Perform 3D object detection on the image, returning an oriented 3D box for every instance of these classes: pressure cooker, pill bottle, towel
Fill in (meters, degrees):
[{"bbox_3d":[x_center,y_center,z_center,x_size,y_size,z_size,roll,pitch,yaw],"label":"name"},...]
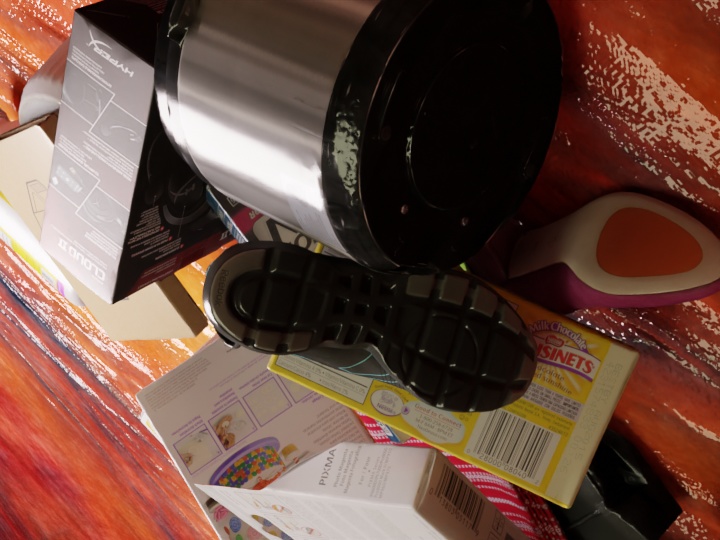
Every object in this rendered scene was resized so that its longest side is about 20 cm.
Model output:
[{"bbox_3d":[-0.014,-0.107,0.759,0.199,0.178,0.178,25,113,38],"label":"pressure cooker"},{"bbox_3d":[-0.290,-0.067,1.279,0.200,0.104,0.105,41,152,11],"label":"pill bottle"},{"bbox_3d":[0.074,0.157,1.023,0.144,0.022,0.201,-4,122,52],"label":"towel"}]

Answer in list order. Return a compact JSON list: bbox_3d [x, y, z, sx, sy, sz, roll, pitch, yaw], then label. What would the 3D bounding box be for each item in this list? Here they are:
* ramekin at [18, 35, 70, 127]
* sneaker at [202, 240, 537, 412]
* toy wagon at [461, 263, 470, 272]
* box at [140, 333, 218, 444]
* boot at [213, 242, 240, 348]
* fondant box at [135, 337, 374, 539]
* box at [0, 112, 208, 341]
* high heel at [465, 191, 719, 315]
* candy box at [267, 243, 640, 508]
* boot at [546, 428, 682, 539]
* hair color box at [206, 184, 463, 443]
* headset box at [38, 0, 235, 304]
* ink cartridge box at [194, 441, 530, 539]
[{"bbox_3d":[-0.178,-0.097,1.095,0.201,0.094,0.203,33,149,23],"label":"ramekin"},{"bbox_3d":[0.006,0.024,0.792,0.198,0.076,0.079,19,180,-15],"label":"sneaker"},{"bbox_3d":[0.046,0.029,0.986,0.154,0.040,0.201,28,142,16],"label":"toy wagon"},{"bbox_3d":[-0.091,0.158,1.285,0.200,0.112,0.101,45,154,3],"label":"box"},{"bbox_3d":[-0.063,0.011,1.036,0.067,0.131,0.201,35,150,18],"label":"boot"},{"bbox_3d":[-0.072,0.146,1.149,0.201,0.144,0.058,54,173,25],"label":"fondant box"},{"bbox_3d":[-0.218,-0.027,1.116,0.163,0.021,0.201,-6,123,56],"label":"box"},{"bbox_3d":[0.145,0.003,0.835,0.199,0.068,0.096,15,158,47],"label":"high heel"},{"bbox_3d":[0.054,0.052,0.834,0.198,0.103,0.026,25,-175,4],"label":"candy box"},{"bbox_3d":[0.121,0.153,1.032,0.164,0.066,0.200,36,157,-4],"label":"boot"},{"bbox_3d":[0.000,0.000,0.890,0.201,0.100,0.061,52,172,0],"label":"hair color box"},{"bbox_3d":[-0.122,-0.083,0.915,0.077,0.148,0.201,36,131,21],"label":"headset box"},{"bbox_3d":[0.007,0.173,0.984,0.199,0.057,0.163,4,150,41],"label":"ink cartridge box"}]
